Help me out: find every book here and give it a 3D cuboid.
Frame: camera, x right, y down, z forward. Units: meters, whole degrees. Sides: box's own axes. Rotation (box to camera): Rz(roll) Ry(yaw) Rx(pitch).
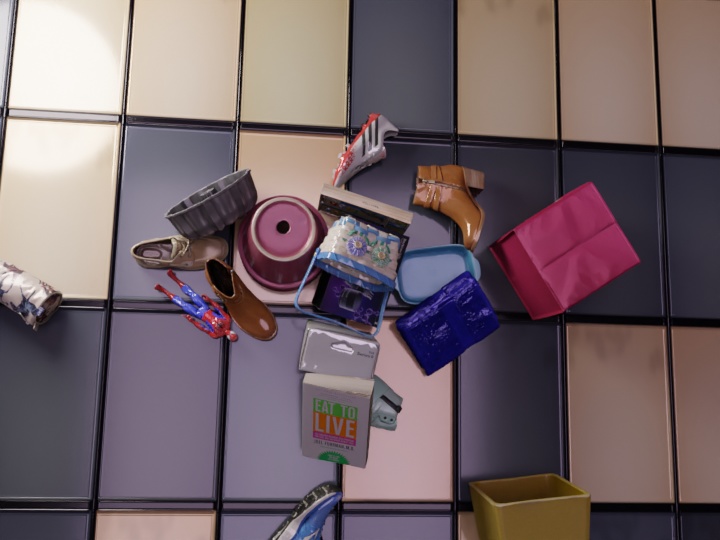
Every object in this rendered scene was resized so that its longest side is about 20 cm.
[{"bbox_3d":[-0.046,0.288,1.373,0.132,0.202,0.048,8,35,7],"label":"book"}]

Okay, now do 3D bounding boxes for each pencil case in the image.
[{"bbox_3d":[-0.711,0.034,1.447,0.199,0.078,0.090,30,60,-1],"label":"pencil case"}]

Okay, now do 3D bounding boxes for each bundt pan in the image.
[{"bbox_3d":[-0.296,-0.129,1.468,0.201,0.202,0.076,-31,109,-10],"label":"bundt pan"}]

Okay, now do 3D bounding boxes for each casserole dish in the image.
[{"bbox_3d":[0.162,0.010,1.564,0.197,0.039,0.123,-7,82,-6],"label":"casserole dish"}]

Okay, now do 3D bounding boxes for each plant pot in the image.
[{"bbox_3d":[0.339,0.535,1.431,0.193,0.194,0.203,-3,87,-7],"label":"plant pot"},{"bbox_3d":[-0.157,-0.066,1.471,0.197,0.179,0.203,1,82,-5],"label":"plant pot"}]

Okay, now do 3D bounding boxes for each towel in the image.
[{"bbox_3d":[0.188,0.114,1.522,0.199,0.050,0.149,-34,100,-3],"label":"towel"}]

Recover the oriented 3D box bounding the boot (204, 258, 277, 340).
[{"bbox_3d":[-0.243,0.056,1.454,0.076,0.155,0.201,-35,86,-10],"label":"boot"}]

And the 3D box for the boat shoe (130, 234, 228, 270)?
[{"bbox_3d":[-0.377,-0.040,1.500,0.197,0.065,0.073,-3,81,-6],"label":"boat shoe"}]

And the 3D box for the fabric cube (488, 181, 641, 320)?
[{"bbox_3d":[0.424,-0.036,1.521,0.198,0.196,0.201,-30,86,-8],"label":"fabric cube"}]

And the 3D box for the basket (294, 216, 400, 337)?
[{"bbox_3d":[-0.020,0.009,1.375,0.175,0.139,0.202,21,83,-17],"label":"basket"}]

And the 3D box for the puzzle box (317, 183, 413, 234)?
[{"bbox_3d":[0.006,-0.124,1.521,0.198,0.133,0.026,19,78,-2],"label":"puzzle box"}]

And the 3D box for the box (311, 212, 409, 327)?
[{"bbox_3d":[0.000,0.000,1.493,0.140,0.079,0.202,17,93,-20],"label":"box"}]

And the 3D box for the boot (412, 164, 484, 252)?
[{"bbox_3d":[0.191,-0.138,1.573,0.153,0.074,0.202,6,66,-4],"label":"boot"}]

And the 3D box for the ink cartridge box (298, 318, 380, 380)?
[{"bbox_3d":[-0.046,0.160,1.433,0.143,0.200,0.089,13,88,-5],"label":"ink cartridge box"}]

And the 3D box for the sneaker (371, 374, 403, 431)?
[{"bbox_3d":[0.010,0.322,1.481,0.118,0.074,0.202,33,79,1],"label":"sneaker"}]

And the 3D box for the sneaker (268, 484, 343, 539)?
[{"bbox_3d":[-0.101,0.520,1.446,0.089,0.079,0.200,43,88,-6],"label":"sneaker"}]

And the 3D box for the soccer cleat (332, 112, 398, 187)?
[{"bbox_3d":[0.009,-0.255,1.575,0.085,0.069,0.201,31,75,4],"label":"soccer cleat"}]

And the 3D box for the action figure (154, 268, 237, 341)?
[{"bbox_3d":[-0.337,0.081,1.497,0.199,0.052,0.066,39,76,-2],"label":"action figure"}]
